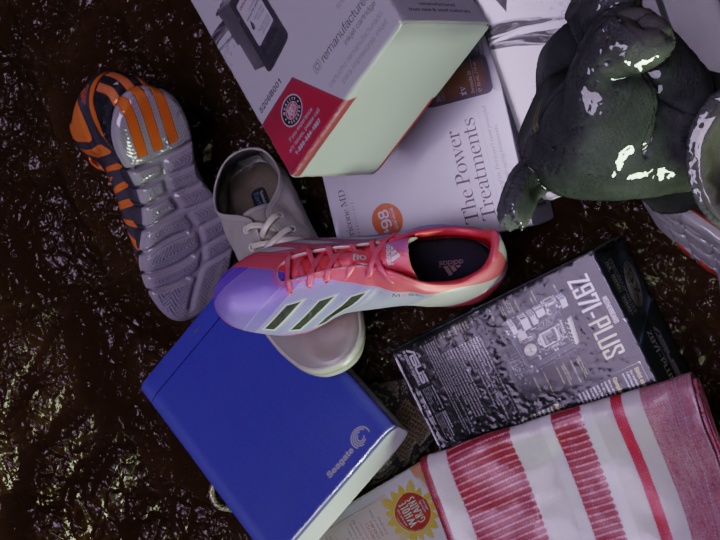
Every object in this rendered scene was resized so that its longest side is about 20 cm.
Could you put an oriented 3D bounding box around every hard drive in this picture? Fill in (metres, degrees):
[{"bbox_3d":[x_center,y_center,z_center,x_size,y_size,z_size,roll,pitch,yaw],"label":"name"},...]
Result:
[{"bbox_3d":[-0.069,0.101,1.087,0.132,0.025,0.200,-50,52,7],"label":"hard drive"}]

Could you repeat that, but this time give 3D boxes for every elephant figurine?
[{"bbox_3d":[0.203,-0.083,0.855,0.199,0.142,0.155,23,132,-11],"label":"elephant figurine"}]

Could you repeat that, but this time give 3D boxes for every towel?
[{"bbox_3d":[0.147,0.162,0.965,0.199,0.023,0.145,-20,88,25],"label":"towel"}]

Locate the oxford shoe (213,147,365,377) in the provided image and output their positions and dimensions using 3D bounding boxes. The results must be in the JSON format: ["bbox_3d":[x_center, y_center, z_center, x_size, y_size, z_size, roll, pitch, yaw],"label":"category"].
[{"bbox_3d":[-0.057,-0.010,1.065,0.075,0.058,0.200,-27,59,3],"label":"oxford shoe"}]

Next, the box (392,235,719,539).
[{"bbox_3d":[0.143,0.103,1.017,0.163,0.086,0.201,-29,86,25],"label":"box"}]

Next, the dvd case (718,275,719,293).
[{"bbox_3d":[0.332,0.008,0.959,0.199,0.016,0.149,-4,95,24],"label":"dvd case"}]

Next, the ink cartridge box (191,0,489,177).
[{"bbox_3d":[-0.028,-0.183,0.971,0.145,0.083,0.200,-52,59,38],"label":"ink cartridge box"}]

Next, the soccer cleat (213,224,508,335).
[{"bbox_3d":[0.000,0.000,0.993,0.199,0.077,0.067,-5,71,-4],"label":"soccer cleat"}]

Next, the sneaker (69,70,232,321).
[{"bbox_3d":[-0.162,-0.064,1.142,0.112,0.077,0.201,33,139,51],"label":"sneaker"}]

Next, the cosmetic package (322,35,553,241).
[{"bbox_3d":[0.039,-0.116,1.054,0.150,0.052,0.201,-12,92,28],"label":"cosmetic package"}]

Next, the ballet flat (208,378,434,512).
[{"bbox_3d":[-0.030,0.140,1.105,0.199,0.075,0.068,-24,89,24],"label":"ballet flat"}]

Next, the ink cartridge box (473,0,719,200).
[{"bbox_3d":[0.153,-0.161,0.953,0.145,0.084,0.201,-20,92,7],"label":"ink cartridge box"}]

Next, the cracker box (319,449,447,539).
[{"bbox_3d":[0.025,0.231,1.103,0.200,0.058,0.134,-33,82,23],"label":"cracker box"}]

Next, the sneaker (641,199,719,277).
[{"bbox_3d":[0.277,-0.024,0.946,0.199,0.077,0.082,29,81,18],"label":"sneaker"}]
